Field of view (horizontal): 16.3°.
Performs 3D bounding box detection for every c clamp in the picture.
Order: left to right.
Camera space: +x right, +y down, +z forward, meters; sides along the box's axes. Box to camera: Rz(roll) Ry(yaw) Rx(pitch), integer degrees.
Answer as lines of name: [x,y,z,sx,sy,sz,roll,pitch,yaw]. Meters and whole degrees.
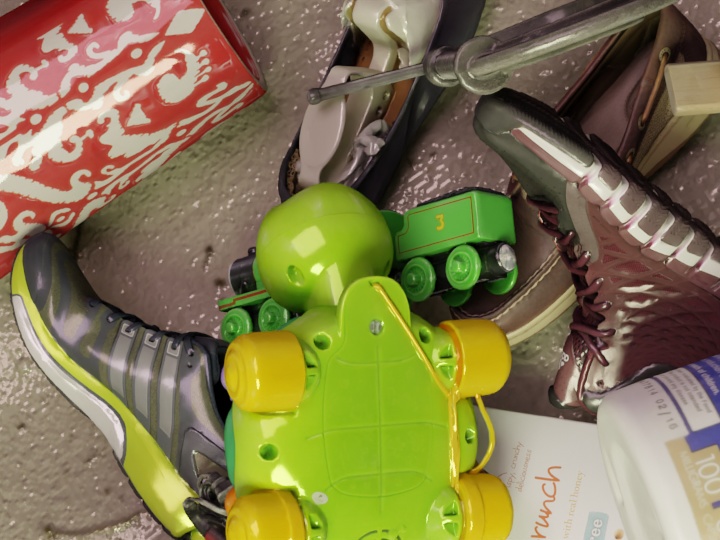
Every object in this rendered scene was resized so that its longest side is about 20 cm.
c clamp: [0.072,-0.107,1.227,0.170,0.200,0.027,-19,95,-10]

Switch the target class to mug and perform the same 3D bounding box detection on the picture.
mug: [-0.169,-0.100,1.365,0.200,0.178,0.134,-31,58,5]

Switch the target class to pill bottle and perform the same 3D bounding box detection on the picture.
pill bottle: [0.220,0.082,1.153,0.199,0.120,0.120,-19,65,-5]

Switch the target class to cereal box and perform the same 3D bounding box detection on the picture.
cereal box: [0.074,0.143,1.254,0.199,0.040,0.144,7,76,24]

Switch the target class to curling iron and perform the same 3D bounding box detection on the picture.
curling iron: [-0.020,0.174,1.239,0.026,0.050,0.200,-37,71,-20]

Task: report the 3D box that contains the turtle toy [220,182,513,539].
turtle toy: [-0.009,0.058,1.214,0.101,0.145,0.201,-176,85,-65]

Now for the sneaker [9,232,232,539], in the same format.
sneaker: [-0.108,0.052,1.330,0.081,0.074,0.200,-43,77,13]

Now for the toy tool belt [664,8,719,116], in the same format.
toy tool belt: [0.228,-0.161,1.247,0.123,0.125,0.201,12,77,17]

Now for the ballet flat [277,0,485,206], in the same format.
ballet flat: [0.010,-0.107,1.348,0.073,0.073,0.200,22,82,27]

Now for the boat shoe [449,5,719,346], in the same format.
boat shoe: [0.105,-0.053,1.281,0.200,0.072,0.072,-50,49,-1]

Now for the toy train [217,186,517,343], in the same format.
toy train: [0.000,0.000,1.296,0.200,0.042,0.057,-15,75,41]

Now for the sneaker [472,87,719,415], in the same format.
sneaker: [0.110,0.008,1.220,0.200,0.076,0.116,36,101,-16]
